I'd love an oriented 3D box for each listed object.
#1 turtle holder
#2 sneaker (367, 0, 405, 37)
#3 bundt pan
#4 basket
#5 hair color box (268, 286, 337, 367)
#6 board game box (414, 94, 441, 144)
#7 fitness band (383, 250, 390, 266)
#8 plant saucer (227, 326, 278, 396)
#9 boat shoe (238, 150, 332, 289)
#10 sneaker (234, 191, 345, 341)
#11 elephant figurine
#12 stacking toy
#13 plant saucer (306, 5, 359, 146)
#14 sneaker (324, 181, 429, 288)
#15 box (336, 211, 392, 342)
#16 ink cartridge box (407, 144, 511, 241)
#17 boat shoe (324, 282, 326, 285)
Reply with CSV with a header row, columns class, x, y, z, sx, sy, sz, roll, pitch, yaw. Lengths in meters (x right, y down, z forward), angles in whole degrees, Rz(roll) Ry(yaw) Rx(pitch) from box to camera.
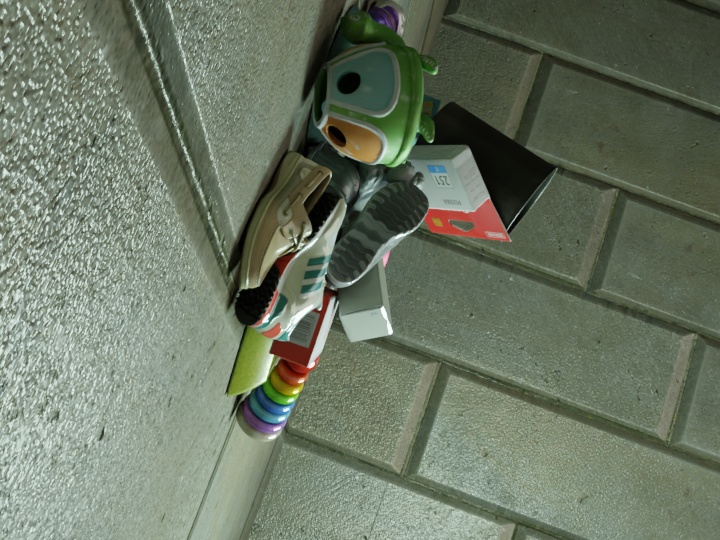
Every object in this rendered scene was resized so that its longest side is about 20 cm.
class,x,y,z,sx,sy,sz,roll,pitch,yaw
turtle holder,0.015,-0.224,1.124,0.141,0.131,0.187,-148,-115,-71
sneaker,0.009,-0.310,1.391,0.083,0.080,0.201,-47,152,-48
bundt pan,-0.061,-0.069,1.259,0.203,0.075,0.202,-63,177,-6
basket,0.190,-0.165,1.463,0.136,0.200,0.180,-48,171,-16
hair color box,-0.076,0.073,1.323,0.200,0.061,0.102,1,108,-87
board game box,0.045,-0.246,1.562,0.200,0.150,0.047,103,8,-70
fitness band,0.013,-0.091,1.565,0.144,0.037,0.201,135,-47,-59
plant saucer,-0.131,0.074,1.395,0.200,0.048,0.201,-65,175,-68
boat shoe,-0.087,-0.057,1.076,0.072,0.065,0.201,107,3,-52
sneaker,-0.073,-0.002,1.152,0.201,0.070,0.093,-58,138,-10
elephant figurine,0.023,-0.198,1.376,0.142,0.154,0.201,99,-17,-66
stacking toy,-0.124,0.187,1.487,0.200,0.085,0.086,-54,-173,32
plant saucer,-0.023,-0.260,1.264,0.200,0.036,0.201,19,90,-88
sneaker,0.014,-0.051,1.285,0.200,0.075,0.082,-42,180,-25
box,0.000,0.000,1.382,0.082,0.068,0.201,70,11,-51
ink cartridge box,0.125,-0.113,1.444,0.045,0.177,0.199,-41,-153,-24
boat shoe,-0.073,0.020,1.523,0.072,0.065,0.200,-47,172,-41
